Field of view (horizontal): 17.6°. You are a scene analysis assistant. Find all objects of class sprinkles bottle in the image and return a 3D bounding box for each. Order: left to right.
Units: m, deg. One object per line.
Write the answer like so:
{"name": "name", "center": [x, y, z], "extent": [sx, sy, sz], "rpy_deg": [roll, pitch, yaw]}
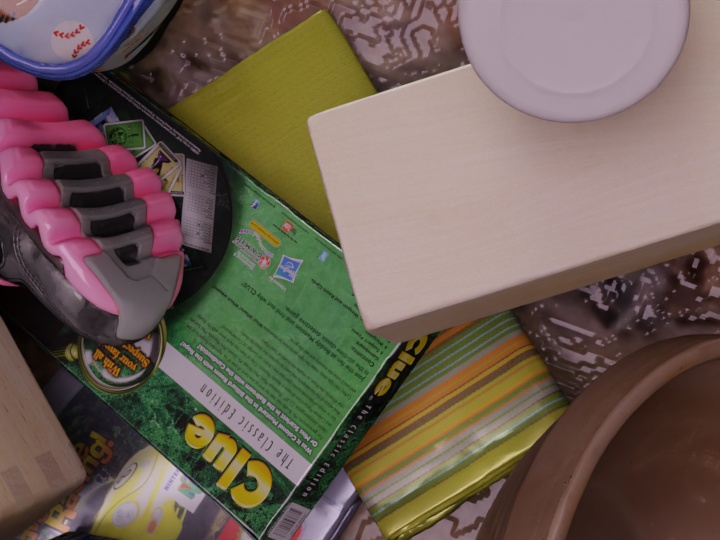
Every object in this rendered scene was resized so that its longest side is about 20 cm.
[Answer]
{"name": "sprinkles bottle", "center": [0.064, -0.118, 0.756], "extent": [0.068, 0.200, 0.069], "rpy_deg": [1, 118, 1]}

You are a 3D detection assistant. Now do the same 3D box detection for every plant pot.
{"name": "plant pot", "center": [0.105, 0.122, 0.849], "extent": [0.092, 0.200, 0.202], "rpy_deg": [2, 91, 51]}

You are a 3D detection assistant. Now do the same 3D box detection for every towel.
{"name": "towel", "center": [0.000, 0.000, 0.903], "extent": [0.086, 0.018, 0.200], "rpy_deg": [-32, 70, 4]}

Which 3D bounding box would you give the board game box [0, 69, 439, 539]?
{"name": "board game box", "center": [-0.070, 0.007, 0.893], "extent": [0.200, 0.023, 0.105], "rpy_deg": [38, 92, 31]}

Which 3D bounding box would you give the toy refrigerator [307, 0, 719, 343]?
{"name": "toy refrigerator", "center": [0.091, -0.041, 0.782], "extent": [0.199, 0.070, 0.076], "rpy_deg": [-18, 82, 8]}

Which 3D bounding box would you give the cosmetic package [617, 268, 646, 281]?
{"name": "cosmetic package", "center": [0.131, -0.099, 0.858], "extent": [0.087, 0.103, 0.200], "rpy_deg": [40, 95, 7]}

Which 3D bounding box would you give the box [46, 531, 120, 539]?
{"name": "box", "center": [-0.104, 0.138, 0.816], "extent": [0.070, 0.200, 0.065], "rpy_deg": [9, 91, 9]}

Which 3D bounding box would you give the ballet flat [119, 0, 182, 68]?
{"name": "ballet flat", "center": [-0.078, -0.170, 0.882], "extent": [0.068, 0.068, 0.201], "rpy_deg": [14, 117, 33]}

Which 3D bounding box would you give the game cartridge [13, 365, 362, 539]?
{"name": "game cartridge", "center": [-0.087, 0.107, 0.932], "extent": [0.133, 0.041, 0.200], "rpy_deg": [34, 96, 12]}

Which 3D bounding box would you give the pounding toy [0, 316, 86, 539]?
{"name": "pounding toy", "center": [-0.219, 0.040, 0.844], "extent": [0.200, 0.142, 0.185], "rpy_deg": [-38, 80, 42]}

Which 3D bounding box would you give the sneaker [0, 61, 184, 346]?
{"name": "sneaker", "center": [-0.144, -0.024, 0.898], "extent": [0.200, 0.079, 0.096], "rpy_deg": [45, 115, 33]}

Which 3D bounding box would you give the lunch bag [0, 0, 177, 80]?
{"name": "lunch bag", "center": [-0.132, -0.176, 0.826], "extent": [0.200, 0.076, 0.161], "rpy_deg": [36, 105, 4]}
